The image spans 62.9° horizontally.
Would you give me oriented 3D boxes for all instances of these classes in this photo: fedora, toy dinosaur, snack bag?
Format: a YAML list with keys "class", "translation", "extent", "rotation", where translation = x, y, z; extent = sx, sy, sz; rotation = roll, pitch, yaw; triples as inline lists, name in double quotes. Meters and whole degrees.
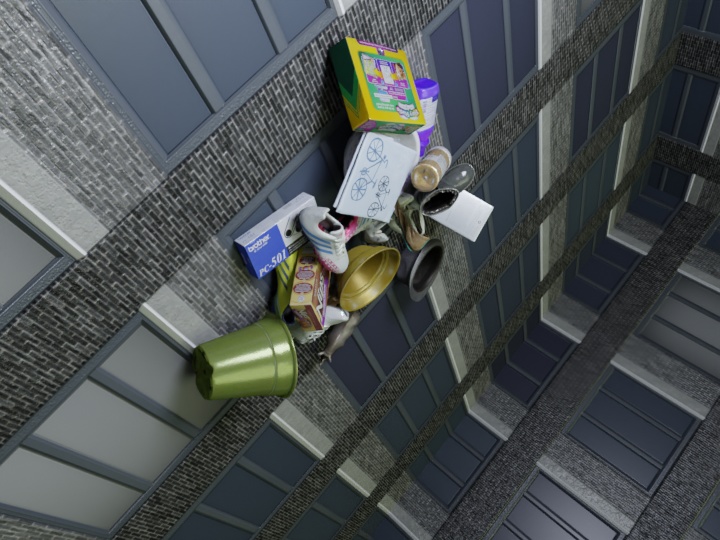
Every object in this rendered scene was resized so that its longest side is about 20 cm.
- class: "fedora"
  translation: [0.172, -0.016, 1.799]
  extent: [0.177, 0.090, 0.201]
  rotation: [25, 91, -60]
- class: "toy dinosaur"
  translation: [-0.094, 0.081, 1.541]
  extent: [0.135, 0.086, 0.201]
  rotation: [-31, 155, -22]
- class: "snack bag"
  translation: [0.038, -0.206, 1.306]
  extent: [0.199, 0.021, 0.190]
  rotation: [5, 111, -52]

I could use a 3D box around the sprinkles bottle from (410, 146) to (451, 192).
- class: "sprinkles bottle"
  translation: [0.174, -0.248, 1.428]
  extent: [0.200, 0.068, 0.069]
  rotation: [-55, 163, -62]

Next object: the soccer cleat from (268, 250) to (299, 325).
- class: "soccer cleat"
  translation: [-0.165, 0.036, 1.388]
  extent: [0.064, 0.083, 0.202]
  rotation: [-13, 123, -46]

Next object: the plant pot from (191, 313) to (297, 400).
- class: "plant pot"
  translation: [-0.273, 0.212, 1.338]
  extent: [0.189, 0.200, 0.202]
  rotation: [-8, 126, -34]

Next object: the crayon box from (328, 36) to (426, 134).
- class: "crayon box"
  translation: [0.039, -0.378, 1.226]
  extent: [0.199, 0.058, 0.174]
  rotation: [-11, 84, -49]

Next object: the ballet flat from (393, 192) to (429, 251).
- class: "ballet flat"
  translation: [0.117, -0.148, 1.506]
  extent: [0.072, 0.201, 0.068]
  rotation: [-31, 170, 26]

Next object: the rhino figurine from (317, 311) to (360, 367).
- class: "rhino figurine"
  translation: [-0.065, 0.186, 1.658]
  extent: [0.201, 0.060, 0.087]
  rotation: [-57, -175, -3]

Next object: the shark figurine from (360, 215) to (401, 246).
- class: "shark figurine"
  translation: [0.037, -0.091, 1.551]
  extent: [0.215, 0.127, 0.090]
  rotation: [-50, 138, -65]

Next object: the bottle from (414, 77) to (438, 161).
- class: "bottle"
  translation: [0.145, -0.369, 1.464]
  extent: [0.083, 0.065, 0.201]
  rotation: [-31, 141, -34]

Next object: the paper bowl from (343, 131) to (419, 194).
- class: "paper bowl"
  translation: [0.039, -0.264, 1.373]
  extent: [0.200, 0.104, 0.202]
  rotation: [-31, 138, -34]

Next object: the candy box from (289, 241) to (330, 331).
- class: "candy box"
  translation: [-0.113, 0.026, 1.376]
  extent: [0.117, 0.056, 0.201]
  rotation: [73, 17, -53]

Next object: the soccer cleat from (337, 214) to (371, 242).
- class: "soccer cleat"
  translation: [-0.011, -0.116, 1.439]
  extent: [0.201, 0.069, 0.087]
  rotation: [-58, 134, -24]

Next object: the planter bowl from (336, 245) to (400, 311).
- class: "planter bowl"
  translation: [0.000, 0.000, 1.469]
  extent: [0.200, 0.083, 0.201]
  rotation: [-36, 152, -22]

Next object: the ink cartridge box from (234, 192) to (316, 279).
- class: "ink cartridge box"
  translation: [-0.174, -0.079, 1.300]
  extent: [0.200, 0.044, 0.095]
  rotation: [-39, 133, -25]

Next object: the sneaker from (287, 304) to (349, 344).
- class: "sneaker"
  translation: [-0.115, 0.135, 1.446]
  extent: [0.074, 0.198, 0.088]
  rotation: [30, 52, -56]

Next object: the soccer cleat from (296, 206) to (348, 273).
- class: "soccer cleat"
  translation: [-0.063, -0.062, 1.298]
  extent: [0.200, 0.086, 0.070]
  rotation: [54, 44, -42]

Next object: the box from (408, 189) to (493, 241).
- class: "box"
  translation: [0.241, -0.175, 1.601]
  extent: [0.107, 0.199, 0.152]
  rotation: [-60, 180, 8]

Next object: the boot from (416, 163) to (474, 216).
- class: "boot"
  translation: [0.211, -0.198, 1.423]
  extent: [0.181, 0.073, 0.200]
  rotation: [-37, -177, 5]
